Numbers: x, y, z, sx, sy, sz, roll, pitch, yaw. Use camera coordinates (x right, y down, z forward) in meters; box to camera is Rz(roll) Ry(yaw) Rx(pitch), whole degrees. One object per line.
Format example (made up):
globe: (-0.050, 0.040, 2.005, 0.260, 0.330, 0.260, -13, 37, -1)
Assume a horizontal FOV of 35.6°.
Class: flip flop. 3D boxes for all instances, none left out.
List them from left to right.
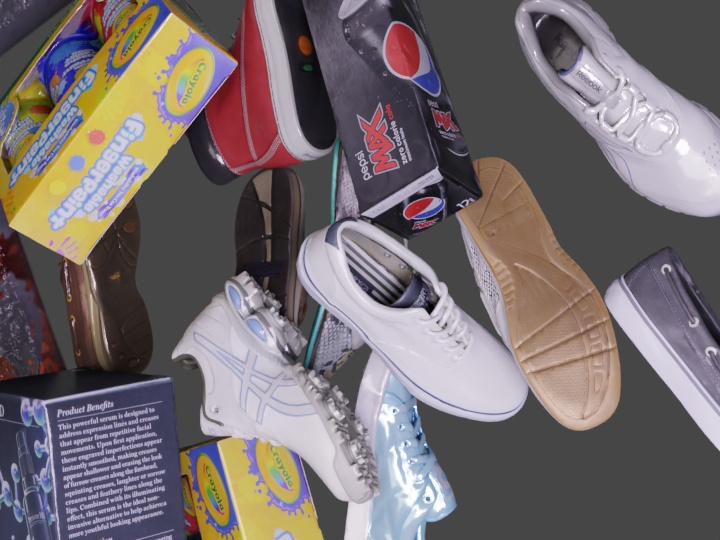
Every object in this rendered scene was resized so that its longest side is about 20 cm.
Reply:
flip flop: (-0.072, 0.018, 0.902, 0.080, 0.057, 0.203, 1, 79, 32)

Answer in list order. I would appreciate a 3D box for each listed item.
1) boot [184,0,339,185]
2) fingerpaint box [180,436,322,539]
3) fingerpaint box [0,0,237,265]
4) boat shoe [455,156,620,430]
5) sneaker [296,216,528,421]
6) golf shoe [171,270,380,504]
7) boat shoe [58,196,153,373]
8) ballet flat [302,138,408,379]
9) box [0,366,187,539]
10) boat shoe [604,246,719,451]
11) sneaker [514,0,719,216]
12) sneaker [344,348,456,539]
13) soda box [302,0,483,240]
boot: (-0.095, -0.175, 0.893, 0.143, 0.072, 0.203, -10, 83, 39)
fingerpaint box: (-0.100, 0.234, 0.879, 0.166, 0.073, 0.203, -22, 83, 49)
fingerpaint box: (-0.207, -0.135, 0.885, 0.200, 0.073, 0.167, -49, 40, 10)
boat shoe: (0.123, 0.018, 0.793, 0.070, 0.069, 0.202, -20, 74, -5)
sneaker: (0.042, 0.038, 0.790, 0.199, 0.071, 0.074, 35, 67, -9)
golf shoe: (-0.062, 0.100, 0.798, 0.097, 0.078, 0.200, -39, 56, 1)
boat shoe: (-0.233, -0.005, 0.970, 0.067, 0.072, 0.203, -10, 86, 33)
ballet flat: (0.000, 0.000, 0.856, 0.071, 0.072, 0.203, 14, 101, 26)
box: (-0.213, 0.183, 0.853, 0.148, 0.106, 0.203, -3, 93, 51)
boat shoe: (0.246, 0.068, 0.733, 0.066, 0.070, 0.201, -46, 66, 24)
sneaker: (0.170, -0.108, 0.745, 0.200, 0.087, 0.075, 45, 110, 16)
sneaker: (0.036, 0.149, 0.850, 0.081, 0.074, 0.203, 7, 102, 13)
soda box: (0.019, -0.129, 0.799, 0.070, 0.063, 0.202, -30, 60, 26)
